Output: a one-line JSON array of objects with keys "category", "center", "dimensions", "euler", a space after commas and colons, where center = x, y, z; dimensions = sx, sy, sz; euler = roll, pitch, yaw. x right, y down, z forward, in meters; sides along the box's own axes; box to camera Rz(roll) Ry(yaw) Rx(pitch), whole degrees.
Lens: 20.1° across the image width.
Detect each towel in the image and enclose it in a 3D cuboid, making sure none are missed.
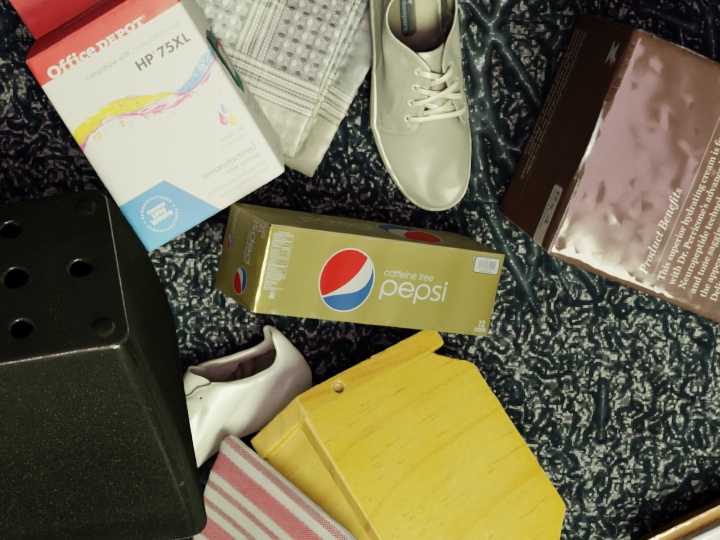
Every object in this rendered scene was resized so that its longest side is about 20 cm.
[{"category": "towel", "center": [-0.076, -0.190, 1.451], "dimensions": [0.198, 0.035, 0.194], "euler": [24, 96, -12]}, {"category": "towel", "center": [-0.069, 0.233, 1.465], "dimensions": [0.030, 0.146, 0.202], "euler": [-16, 133, -46]}]

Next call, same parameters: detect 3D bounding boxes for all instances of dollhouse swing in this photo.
[{"category": "dollhouse swing", "center": [0.018, 0.190, 1.489], "dimensions": [0.181, 0.176, 0.201], "euler": [-26, 74, -28]}]

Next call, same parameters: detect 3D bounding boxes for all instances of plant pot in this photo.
[{"category": "plant pot", "center": [-0.219, 0.063, 1.360], "dimensions": [0.197, 0.201, 0.178], "euler": [-9, 141, -6]}]

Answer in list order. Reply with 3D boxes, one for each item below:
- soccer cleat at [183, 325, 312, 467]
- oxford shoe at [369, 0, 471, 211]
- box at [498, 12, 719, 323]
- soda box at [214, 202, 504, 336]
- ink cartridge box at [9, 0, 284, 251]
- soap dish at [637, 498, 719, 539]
[{"category": "soccer cleat", "center": [-0.127, 0.113, 1.482], "dimensions": [0.199, 0.069, 0.078], "euler": [-33, 124, -8]}, {"category": "oxford shoe", "center": [0.045, -0.133, 1.457], "dimensions": [0.075, 0.058, 0.202], "euler": [-16, 116, -19]}, {"category": "box", "center": [0.231, -0.067, 1.453], "dimensions": [0.198, 0.164, 0.167], "euler": [22, 98, -11]}, {"category": "soda box", "center": [0.000, 0.000, 1.448], "dimensions": [0.198, 0.068, 0.065], "euler": [8, 101, -31]}, {"category": "ink cartridge box", "center": [-0.151, -0.131, 1.411], "dimensions": [0.116, 0.067, 0.201], "euler": [-30, 107, 8]}, {"category": "soap dish", "center": [0.311, 0.260, 1.570], "dimensions": [0.156, 0.081, 0.202], "euler": [-25, 104, -3]}]
